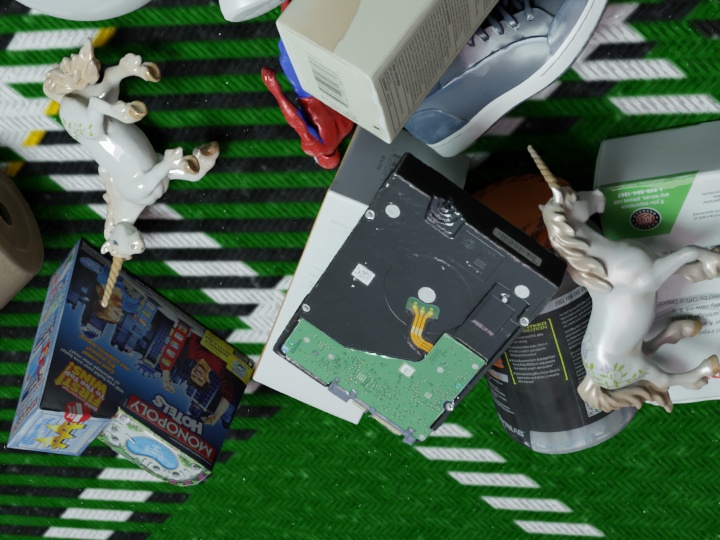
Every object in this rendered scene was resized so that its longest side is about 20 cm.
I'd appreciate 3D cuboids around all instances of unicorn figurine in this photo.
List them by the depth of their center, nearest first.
[{"bbox_3d":[0.192,0.015,0.917,0.136,0.074,0.202,-2,102,-10],"label":"unicorn figurine"},{"bbox_3d":[-0.189,-0.089,1.054,0.136,0.074,0.201,-16,106,37],"label":"unicorn figurine"}]

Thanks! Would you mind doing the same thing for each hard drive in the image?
[{"bbox_3d":[0.038,0.027,0.930,0.139,0.038,0.201,34,128,-1],"label":"hard drive"}]

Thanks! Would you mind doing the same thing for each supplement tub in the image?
[{"bbox_3d":[0.145,0.034,1.022,0.121,0.123,0.201,-8,122,20],"label":"supplement tub"}]

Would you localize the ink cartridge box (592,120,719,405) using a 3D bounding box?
[{"bbox_3d":[0.269,-0.005,0.987,0.145,0.083,0.202,-7,121,18],"label":"ink cartridge box"}]

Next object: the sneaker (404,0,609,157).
[{"bbox_3d":[0.068,-0.176,0.907,0.145,0.077,0.202,28,128,-27],"label":"sneaker"}]

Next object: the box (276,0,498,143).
[{"bbox_3d":[0.042,-0.194,0.832,0.077,0.201,0.095,33,167,19],"label":"box"}]

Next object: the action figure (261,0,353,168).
[{"bbox_3d":[-0.040,-0.152,0.972,0.051,0.066,0.201,21,145,30],"label":"action figure"}]

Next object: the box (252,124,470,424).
[{"bbox_3d":[0.000,0.000,1.035,0.097,0.125,0.201,23,126,-2],"label":"box"}]

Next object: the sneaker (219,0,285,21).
[{"bbox_3d":[-0.045,-0.253,0.847,0.119,0.200,0.074,53,150,-15],"label":"sneaker"}]

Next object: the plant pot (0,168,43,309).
[{"bbox_3d":[-0.371,-0.008,1.103,0.173,0.201,0.201,-26,116,9],"label":"plant pot"}]

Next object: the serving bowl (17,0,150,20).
[{"bbox_3d":[-0.219,-0.264,0.927,0.198,0.066,0.202,8,129,10],"label":"serving bowl"}]

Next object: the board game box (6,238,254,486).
[{"bbox_3d":[-0.208,0.100,1.110,0.199,0.201,0.062,37,124,-12],"label":"board game box"}]
